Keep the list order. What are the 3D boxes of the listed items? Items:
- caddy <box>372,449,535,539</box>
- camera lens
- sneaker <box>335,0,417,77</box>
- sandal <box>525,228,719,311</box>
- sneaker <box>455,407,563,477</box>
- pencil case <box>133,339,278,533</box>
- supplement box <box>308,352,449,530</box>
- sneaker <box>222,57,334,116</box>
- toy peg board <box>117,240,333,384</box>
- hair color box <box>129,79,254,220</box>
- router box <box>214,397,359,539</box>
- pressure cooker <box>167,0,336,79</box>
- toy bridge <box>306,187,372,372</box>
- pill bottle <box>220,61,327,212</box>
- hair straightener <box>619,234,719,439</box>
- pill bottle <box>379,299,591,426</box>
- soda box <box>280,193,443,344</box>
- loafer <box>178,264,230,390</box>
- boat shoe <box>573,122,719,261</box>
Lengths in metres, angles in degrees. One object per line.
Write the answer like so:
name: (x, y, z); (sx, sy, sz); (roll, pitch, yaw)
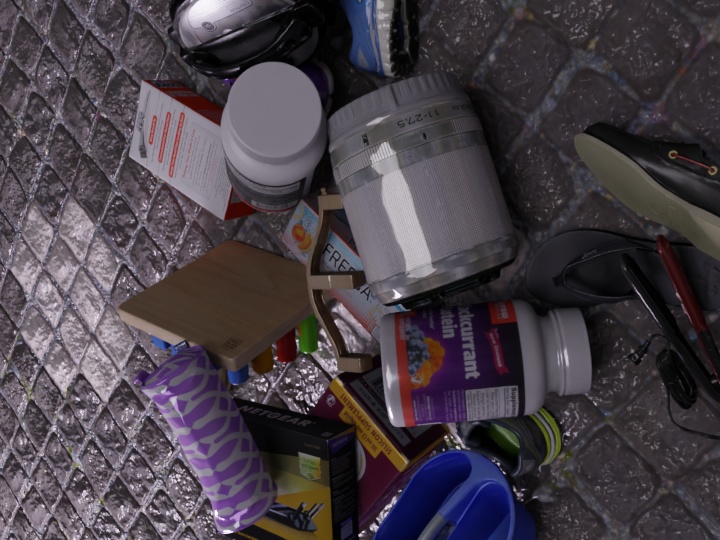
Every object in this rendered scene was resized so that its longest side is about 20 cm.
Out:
caddy: (0.092, 0.292, 0.807); (0.141, 0.105, 0.202); (32, 86, 45)
camera lens: (0.061, -0.074, 0.766); (0.158, 0.159, 0.205); (-19, 88, 37)
sneaker: (0.009, -0.311, 0.804); (0.087, 0.078, 0.205); (10, 106, 31)
sandal: (0.246, 0.000, 0.719); (0.196, 0.042, 0.078); (-1, 100, 36)
sneaker: (0.122, 0.143, 0.818); (0.198, 0.080, 0.075); (34, 118, 26)
pencil case: (-0.164, 0.181, 0.816); (0.084, 0.084, 0.203); (-25, 99, 10)
supplement box: (-0.008, 0.222, 0.917); (0.131, 0.102, 0.202); (44, 123, 19)
sneaker: (-0.117, -0.226, 0.912); (0.197, 0.083, 0.082); (25, 114, 28)
toy peg board: (-0.155, 0.068, 0.945); (0.197, 0.198, 0.100); (17, 126, 32)
hair color box: (-0.216, -0.164, 1.011); (0.198, 0.063, 0.113); (32, 118, 25)
router box: (-0.093, 0.247, 0.888); (0.196, 0.052, 0.162); (4, 100, 38)
pressure cooker: (-0.114, -0.303, 0.806); (0.176, 0.174, 0.205); (137, 135, -66)
toy bridge: (-0.028, 0.010, 0.845); (0.066, 0.027, 0.206); (-1, 100, 36)
pill bottle: (-0.093, -0.140, 0.825); (0.200, 0.114, 0.118); (131, 116, -78)
hair straightener: (0.283, 0.071, 0.689); (0.076, 0.041, 0.202); (-25, 102, 30)
pill bottle: (0.121, 0.089, 0.751); (0.195, 0.111, 0.114); (-7, 98, 5)
soda box: (0.000, 0.000, 0.884); (0.200, 0.068, 0.064); (46, 122, 19)
loafer: (-0.216, 0.093, 1.059); (0.067, 0.075, 0.205); (-5, 97, 42)
boat shoe: (0.278, -0.077, 0.671); (0.063, 0.074, 0.201); (-47, 56, -4)
